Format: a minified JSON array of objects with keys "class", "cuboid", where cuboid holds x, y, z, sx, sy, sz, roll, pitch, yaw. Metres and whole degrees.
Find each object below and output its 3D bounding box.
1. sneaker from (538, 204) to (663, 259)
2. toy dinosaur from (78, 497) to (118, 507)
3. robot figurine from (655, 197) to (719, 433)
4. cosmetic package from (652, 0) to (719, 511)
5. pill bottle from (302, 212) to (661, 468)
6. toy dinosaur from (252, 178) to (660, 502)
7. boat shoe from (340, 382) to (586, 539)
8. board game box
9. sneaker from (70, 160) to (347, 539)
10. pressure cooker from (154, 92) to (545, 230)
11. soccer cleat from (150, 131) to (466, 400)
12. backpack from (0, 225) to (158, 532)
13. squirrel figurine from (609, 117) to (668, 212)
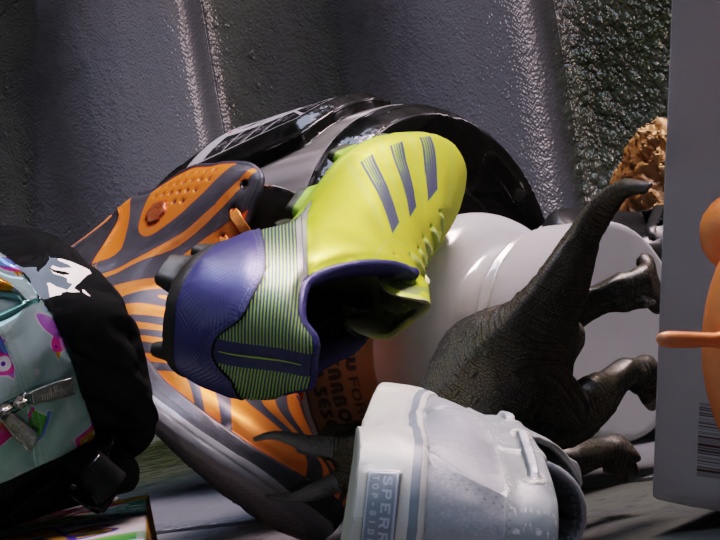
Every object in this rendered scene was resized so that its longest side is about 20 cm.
[{"class":"sneaker","cuboid":[0.185,-0.029,1.283,0.199,0.112,0.073,14,21,2]},{"class":"toy dinosaur","cuboid":[-0.199,0.082,1.313,0.199,0.106,0.181,-14,1,-42]},{"class":"robot figurine","cuboid":[0.179,0.018,0.813,0.199,0.144,0.117,-11,-20,-43]},{"class":"cosmetic package","cuboid":[0.157,-0.028,0.984,0.051,0.201,0.151,7,9,33]},{"class":"pill bottle","cuboid":[0.032,0.036,1.189,0.199,0.115,0.114,-9,2,45]},{"class":"toy dinosaur","cuboid":[0.053,0.044,0.976,0.102,0.077,0.200,-19,-16,-33]},{"class":"boat shoe","cuboid":[0.031,0.075,0.843,0.071,0.070,0.201,9,1,2]},{"class":"board game box","cuboid":[-0.125,0.113,1.071,0.095,0.030,0.200,-11,4,-4]},{"class":"sneaker","cuboid":[-0.050,0.020,1.136,0.200,0.112,0.078,38,-7,40]},{"class":"pressure cooker","cuboid":[-0.025,0.012,1.439,0.199,0.179,0.176,-9,-38,47]},{"class":"soccer cleat","cuboid":[0.000,0.001,1.065,0.083,0.065,0.200,15,26,25]},{"class":"backpack","cuboid":[-0.197,0.051,1.071,0.199,0.127,0.167,-18,6,-27]},{"class":"squirrel figurine","cuboid":[0.202,-0.038,1.414,0.199,0.188,0.141,-9,2,30]}]
